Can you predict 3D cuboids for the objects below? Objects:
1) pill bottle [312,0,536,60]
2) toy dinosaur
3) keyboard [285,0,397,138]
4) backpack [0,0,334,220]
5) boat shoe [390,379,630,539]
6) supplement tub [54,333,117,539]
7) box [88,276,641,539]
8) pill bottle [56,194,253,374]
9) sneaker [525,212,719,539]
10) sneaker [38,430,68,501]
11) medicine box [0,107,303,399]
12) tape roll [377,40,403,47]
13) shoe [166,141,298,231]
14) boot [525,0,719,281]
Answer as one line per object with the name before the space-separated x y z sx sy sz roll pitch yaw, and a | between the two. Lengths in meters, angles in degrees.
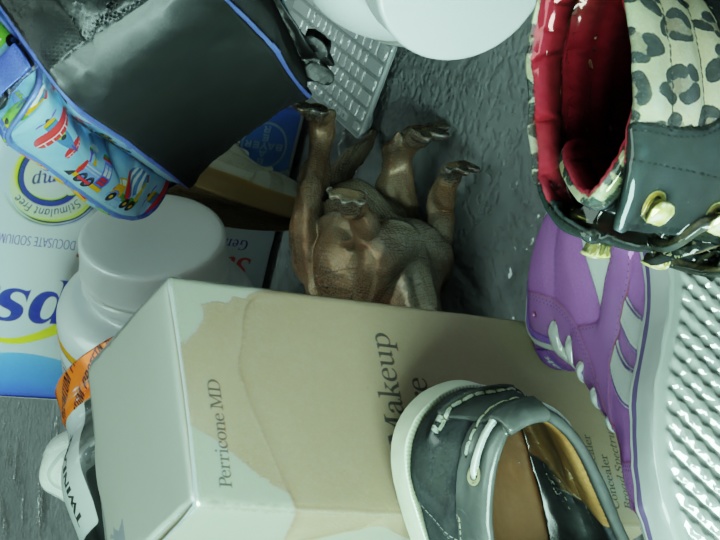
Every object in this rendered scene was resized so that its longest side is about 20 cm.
pill bottle | 0.005 -0.165 0.681 0.200 0.104 0.104 56 134 51
toy dinosaur | 0.000 0.000 0.773 0.200 0.086 0.136 -120 36 -57
keyboard | -0.029 -0.137 0.924 0.200 0.011 0.056 48 127 55
backpack | -0.127 -0.146 0.715 0.135 0.183 0.200 -37 73 4
boat shoe | 0.073 0.133 0.551 0.068 0.072 0.200 -7 108 57
supplement tub | -0.051 0.123 0.679 0.123 0.122 0.200 -48 62 49
box | 0.003 0.069 0.614 0.078 0.200 0.095 -44 49 46
pill bottle | -0.110 0.061 0.883 0.109 0.109 0.200 -120 25 -49
sneaker | 0.107 0.039 0.574 0.114 0.073 0.201 130 147 -54
sneaker | -0.087 0.146 0.819 0.081 0.200 0.075 -19 28 29
medicine box | -0.153 -0.030 0.959 0.103 0.182 0.200 43 123 58
tape roll | 0.043 -0.205 0.768 0.203 0.037 0.203 -21 66 60
shoe | -0.098 -0.068 0.858 0.070 0.200 0.053 -1 73 44
boot | 0.124 0.007 0.443 0.073 0.154 0.204 -31 58 58
